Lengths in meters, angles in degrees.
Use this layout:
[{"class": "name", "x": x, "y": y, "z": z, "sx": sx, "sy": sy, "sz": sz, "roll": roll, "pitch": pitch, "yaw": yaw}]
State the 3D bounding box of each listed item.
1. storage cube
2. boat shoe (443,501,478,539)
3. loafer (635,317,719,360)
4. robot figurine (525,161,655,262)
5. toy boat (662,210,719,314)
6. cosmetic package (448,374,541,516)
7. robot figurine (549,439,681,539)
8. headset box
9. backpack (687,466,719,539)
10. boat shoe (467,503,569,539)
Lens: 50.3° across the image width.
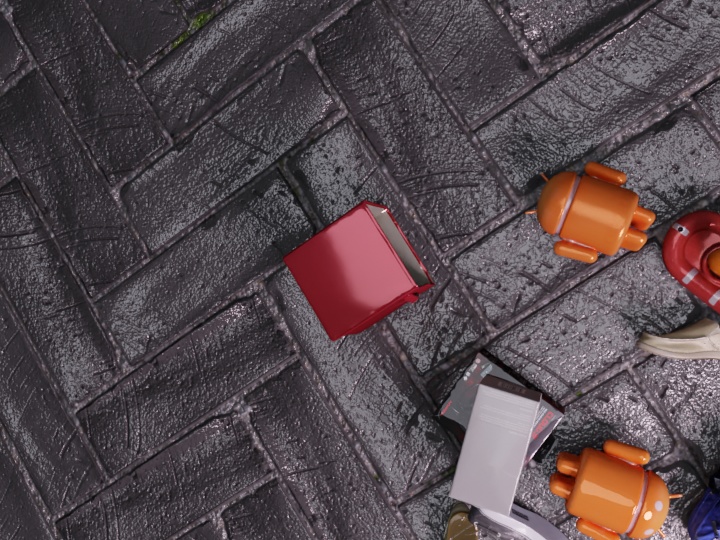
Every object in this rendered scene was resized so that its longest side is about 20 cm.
[{"class": "storage cube", "x": 0.000, "y": 0.000, "z": 1.362, "sx": 0.180, "sy": 0.171, "sz": 0.200, "roll": -34, "pitch": 82, "yaw": 13}, {"class": "boat shoe", "x": 0.173, "y": 0.520, "z": 1.378, "sx": 0.073, "sy": 0.063, "sz": 0.201, "roll": 4, "pitch": 97, "yaw": 3}, {"class": "loafer", "x": 0.559, "y": 0.112, "z": 1.268, "sx": 0.200, "sy": 0.076, "sz": 0.068, "roll": 2, "pitch": 89, "yaw": 5}, {"class": "robot figurine", "x": 0.386, "y": -0.099, "z": 1.291, "sx": 0.200, "sy": 0.117, "sz": 0.144, "roll": 21, "pitch": 122, "yaw": 13}, {"class": "toy boat", "x": 0.579, "y": -0.013, "z": 1.222, "sx": 0.200, "sy": 0.131, "sz": 0.131, "roll": 43, "pitch": 99, "yaw": 25}, {"class": "cosmetic package", "x": 0.224, "y": 0.288, "z": 1.269, "sx": 0.107, "sy": 0.090, "sz": 0.200, "roll": 17, "pitch": 98, "yaw": 14}, {"class": "robot figurine", "x": 0.418, "y": 0.367, "z": 1.270, "sx": 0.200, "sy": 0.117, "sz": 0.144, "roll": 19, "pitch": 57, "yaw": 14}, {"class": "headset box", "x": 0.250, "y": 0.255, "z": 1.343, "sx": 0.200, "sy": 0.075, "sz": 0.149, "roll": 37, "pitch": 99, "yaw": 12}, {"class": "backpack", "x": 0.614, "y": 0.396, "z": 1.203, "sx": 0.162, "sy": 0.168, "sz": 0.200, "roll": 37, "pitch": 102, "yaw": 19}, {"class": "boat shoe", "x": 0.275, "y": 0.457, "z": 1.326, "sx": 0.200, "sy": 0.070, "sz": 0.066, "roll": 29, "pitch": 110, "yaw": -9}]
